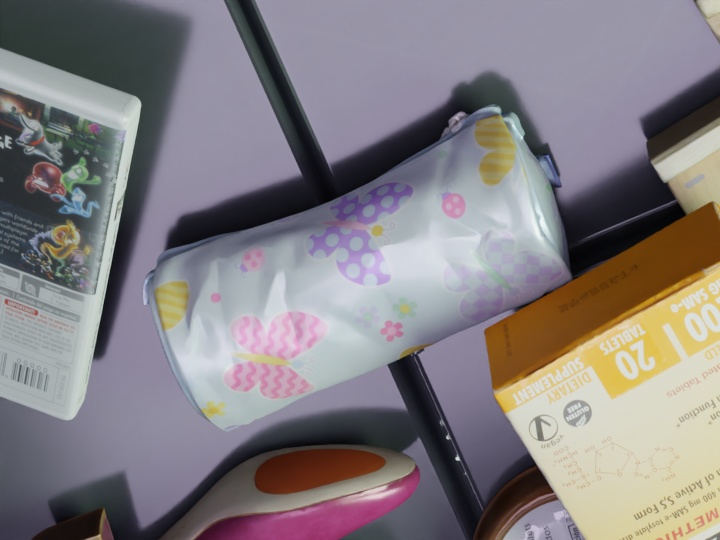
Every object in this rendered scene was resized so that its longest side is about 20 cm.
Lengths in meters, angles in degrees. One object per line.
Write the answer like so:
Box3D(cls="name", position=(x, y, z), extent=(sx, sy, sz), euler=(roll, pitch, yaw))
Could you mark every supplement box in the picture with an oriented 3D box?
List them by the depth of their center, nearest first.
Box3D(cls="supplement box", position=(0.158, 0.089, 1.199), extent=(0.126, 0.074, 0.201), euler=(-30, 110, 10))

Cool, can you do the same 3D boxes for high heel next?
Box3D(cls="high heel", position=(-0.057, 0.148, 1.286), extent=(0.199, 0.068, 0.097), euler=(-14, 111, 14))

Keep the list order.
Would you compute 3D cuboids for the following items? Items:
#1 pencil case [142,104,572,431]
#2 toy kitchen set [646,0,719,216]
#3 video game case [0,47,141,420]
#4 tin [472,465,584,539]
Box3D(cls="pencil case", position=(0.000, 0.000, 1.228), extent=(0.199, 0.083, 0.091), euler=(-25, 109, 9))
Box3D(cls="toy kitchen set", position=(0.210, -0.094, 1.145), extent=(0.199, 0.181, 0.164), euler=(-32, 100, 11))
Box3D(cls="video game case", position=(-0.207, -0.035, 1.207), extent=(0.199, 0.023, 0.183), euler=(20, 129, 6))
Box3D(cls="tin", position=(0.150, 0.135, 1.282), extent=(0.199, 0.042, 0.113), euler=(-17, 99, 7))
